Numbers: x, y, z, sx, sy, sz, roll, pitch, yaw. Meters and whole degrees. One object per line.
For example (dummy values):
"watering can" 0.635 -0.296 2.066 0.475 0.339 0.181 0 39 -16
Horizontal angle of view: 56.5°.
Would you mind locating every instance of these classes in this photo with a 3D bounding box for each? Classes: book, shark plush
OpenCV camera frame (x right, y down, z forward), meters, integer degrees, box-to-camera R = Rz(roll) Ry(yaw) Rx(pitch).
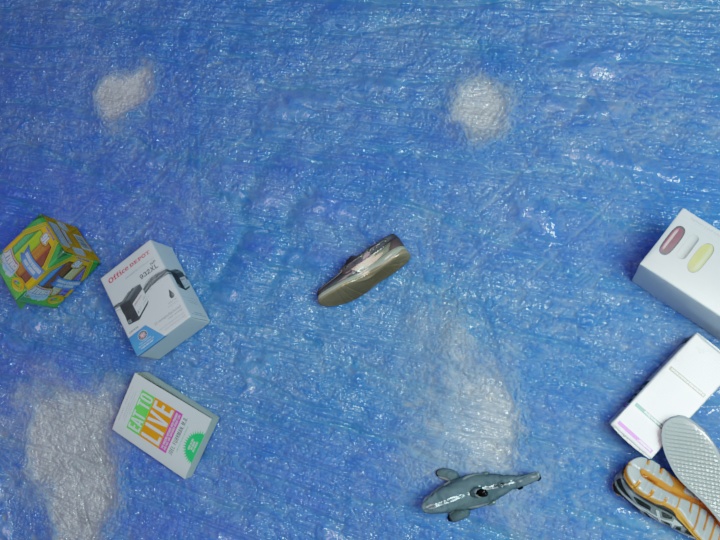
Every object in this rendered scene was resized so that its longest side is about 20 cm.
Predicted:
"book" -0.398 0.312 1.363 0.199 0.048 0.134 25 91 19
"shark plush" 0.205 0.381 1.128 0.199 0.083 0.091 -6 76 17

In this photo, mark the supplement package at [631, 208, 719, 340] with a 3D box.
"supplement package" 0.551 0.019 1.055 0.200 0.156 0.111 38 92 21

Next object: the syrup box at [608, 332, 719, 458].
"syrup box" 0.496 0.202 1.075 0.200 0.079 0.081 -47 69 4

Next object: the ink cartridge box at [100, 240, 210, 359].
"ink cartridge box" -0.431 0.061 1.402 0.145 0.084 0.200 -36 70 8

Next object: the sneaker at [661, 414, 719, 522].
"sneaker" 0.533 0.299 1.023 0.073 0.114 0.201 -36 83 31

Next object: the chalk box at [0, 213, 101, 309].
"chalk box" -0.708 -0.003 1.485 0.200 0.124 0.125 -43 69 5

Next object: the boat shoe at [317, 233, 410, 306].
"boat shoe" 0.000 0.000 1.288 0.200 0.072 0.065 -32 59 12

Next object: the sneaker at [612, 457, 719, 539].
"sneaker" 0.489 0.369 1.050 0.200 0.077 0.078 37 54 6
